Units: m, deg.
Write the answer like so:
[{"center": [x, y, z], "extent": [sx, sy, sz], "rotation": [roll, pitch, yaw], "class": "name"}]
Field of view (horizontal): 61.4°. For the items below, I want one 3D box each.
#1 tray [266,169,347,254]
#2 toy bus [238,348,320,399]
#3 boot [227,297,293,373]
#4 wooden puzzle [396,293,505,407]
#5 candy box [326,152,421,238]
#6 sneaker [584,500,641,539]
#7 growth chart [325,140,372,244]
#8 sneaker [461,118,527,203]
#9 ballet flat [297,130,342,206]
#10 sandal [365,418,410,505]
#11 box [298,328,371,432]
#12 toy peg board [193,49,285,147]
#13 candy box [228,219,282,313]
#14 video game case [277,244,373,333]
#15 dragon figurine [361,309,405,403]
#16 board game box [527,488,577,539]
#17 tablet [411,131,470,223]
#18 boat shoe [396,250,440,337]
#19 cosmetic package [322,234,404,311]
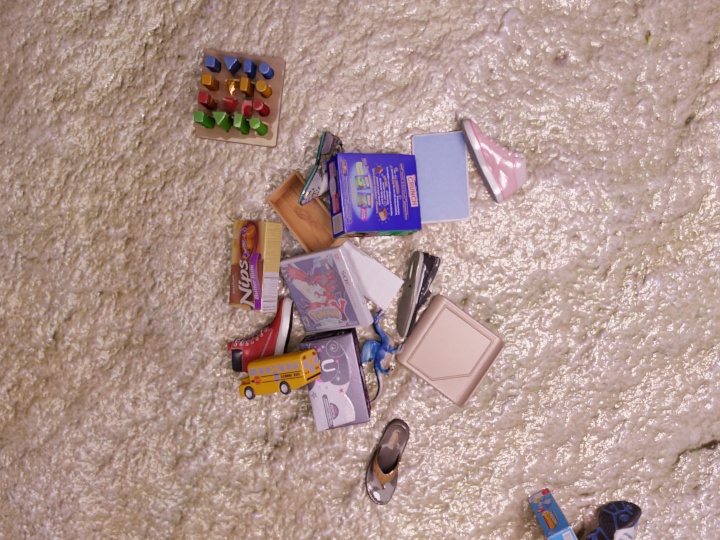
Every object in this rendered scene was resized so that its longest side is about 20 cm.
[{"center": [-0.120, -0.121, 1.387], "extent": [0.098, 0.037, 0.201], "rotation": [-42, 72, 9], "class": "tray"}, {"center": [-0.183, 0.230, 1.335], "extent": [0.196, 0.065, 0.081], "rotation": [-14, 91, 32], "class": "toy bus"}, {"center": [-0.236, 0.150, 1.417], "extent": [0.140, 0.072, 0.206], "rotation": [15, 97, 4], "class": "boot"}, {"center": [0.209, 0.186, 1.411], "extent": [0.198, 0.037, 0.187], "rotation": [35, 94, 6], "class": "wooden puzzle"}, {"center": [0.031, -0.164, 1.337], "extent": [0.195, 0.077, 0.174], "rotation": [-3, 86, -26], "class": "candy box"}, {"center": [0.565, 0.597, 1.361], "extent": [0.198, 0.075, 0.079], "rotation": [-30, 113, -29], "class": "sneaker"}, {"center": [0.005, -0.186, 1.414], "extent": [0.143, 0.018, 0.202], "rotation": [-35, 90, 4], "class": "growth chart"}, {"center": [0.306, -0.263, 1.362], "extent": [0.103, 0.075, 0.203], "rotation": [-28, 100, 6], "class": "sneaker"}, {"center": [-0.081, -0.224, 1.363], "extent": [0.070, 0.072, 0.205], "rotation": [16, 63, 2], "class": "ballet flat"}, {"center": [0.065, 0.450, 1.417], "extent": [0.080, 0.055, 0.205], "rotation": [22, 93, 2], "class": "sandal"}, {"center": [-0.056, 0.245, 1.386], "extent": [0.128, 0.115, 0.206], "rotation": [-11, 91, 3], "class": "box"}, {"center": [-0.283, -0.400, 1.383], "extent": [0.194, 0.098, 0.205], "rotation": [7, 93, 3], "class": "toy peg board"}, {"center": [-0.242, -0.011, 1.392], "extent": [0.114, 0.056, 0.206], "rotation": [7, 92, 37], "class": "candy box"}, {"center": [-0.081, 0.047, 1.353], "extent": [0.196, 0.023, 0.186], "rotation": [-11, 107, 40], "class": "video game case"}, {"center": [0.038, 0.195, 1.400], "extent": [0.097, 0.059, 0.205], "rotation": [21, 92, 21], "class": "dragon figurine"}, {"center": [0.454, 0.616, 1.330], "extent": [0.055, 0.196, 0.204], "rotation": [-27, 90, 4], "class": "board game box"}, {"center": [0.186, -0.215, 1.404], "extent": [0.126, 0.014, 0.206], "rotation": [-4, 91, 4], "class": "tablet"}, {"center": [0.133, 0.060, 1.393], "extent": [0.066, 0.072, 0.206], "rotation": [11, 99, -23], "class": "boat shoe"}, {"center": [0.000, 0.000, 1.404], "extent": [0.198, 0.051, 0.083], "rotation": [37, 91, 2], "class": "cosmetic package"}]
